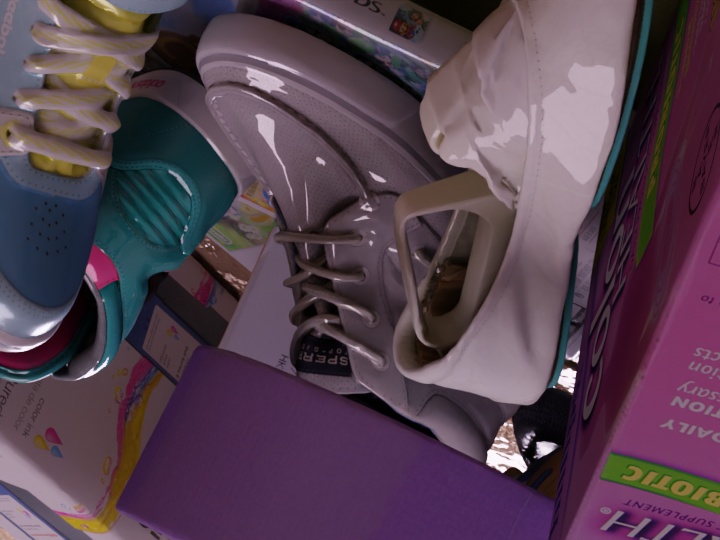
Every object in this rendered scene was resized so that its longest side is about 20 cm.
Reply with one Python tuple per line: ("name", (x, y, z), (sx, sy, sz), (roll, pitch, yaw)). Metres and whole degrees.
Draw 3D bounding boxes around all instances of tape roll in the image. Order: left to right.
("tape roll", (0.018, 0.099, 0.804), (0.200, 0.066, 0.200), (27, 172, 4))

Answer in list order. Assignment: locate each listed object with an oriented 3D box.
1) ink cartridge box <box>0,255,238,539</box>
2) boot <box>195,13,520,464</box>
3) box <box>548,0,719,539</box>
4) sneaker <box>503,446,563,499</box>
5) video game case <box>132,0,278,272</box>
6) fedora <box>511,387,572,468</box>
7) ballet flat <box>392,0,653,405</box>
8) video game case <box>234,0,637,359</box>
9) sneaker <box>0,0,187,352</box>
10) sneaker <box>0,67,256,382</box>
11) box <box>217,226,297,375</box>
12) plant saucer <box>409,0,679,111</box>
("ink cartridge box", (-0.135, 0.052, 1.129), (0.087, 0.145, 0.200), (0, 145, 39))
("boot", (0.000, 0.000, 0.842), (0.074, 0.096, 0.200), (1, 148, 48))
("box", (0.129, -0.015, 0.669), (0.097, 0.176, 0.200), (14, 139, 0))
("sneaker", (0.075, 0.134, 0.993), (0.088, 0.075, 0.200), (47, 168, 0))
("video game case", (-0.050, -0.064, 0.975), (0.200, 0.022, 0.182), (40, 151, -29))
("fedora", (0.158, 0.101, 1.006), (0.201, 0.092, 0.201), (44, 167, 13))
("ballet flat", (0.046, -0.030, 0.760), (0.069, 0.069, 0.200), (19, 133, 11))
("video game case", (0.029, -0.039, 0.887), (0.182, 0.024, 0.200), (26, 160, -1))
("sneaker", (-0.096, -0.078, 0.805), (0.079, 0.200, 0.130), (11, 161, -43))
("sneaker", (-0.120, -0.010, 0.942), (0.084, 0.121, 0.200), (48, 159, -11))
("box", (-0.013, 0.076, 1.044), (0.097, 0.125, 0.200), (23, 168, 9))
("plant saucer", (0.080, -0.089, 0.803), (0.200, 0.031, 0.200), (19, 155, 9))
